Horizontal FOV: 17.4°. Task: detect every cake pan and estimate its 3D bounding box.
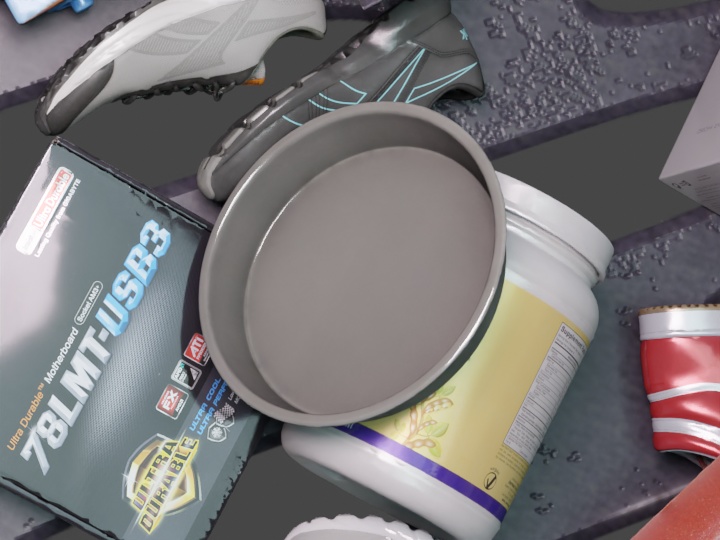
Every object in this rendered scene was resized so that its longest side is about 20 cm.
[{"bbox_3d":[0.000,0.000,1.356,0.037,0.200,0.201,38,75,-53],"label":"cake pan"}]

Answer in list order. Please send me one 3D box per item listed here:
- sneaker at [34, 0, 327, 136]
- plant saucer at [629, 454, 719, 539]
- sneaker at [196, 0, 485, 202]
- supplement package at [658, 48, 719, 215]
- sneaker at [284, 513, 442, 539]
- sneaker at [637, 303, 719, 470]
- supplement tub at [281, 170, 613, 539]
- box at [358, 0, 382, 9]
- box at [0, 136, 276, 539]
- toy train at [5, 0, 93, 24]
[{"bbox_3d":[-0.107,-0.132,1.424,0.199,0.074,0.080,-31,99,-13],"label":"sneaker"},{"bbox_3d":[0.283,0.187,1.478,0.199,0.037,0.200,-41,119,-9],"label":"plant saucer"},{"bbox_3d":[-0.009,-0.094,1.443,0.200,0.075,0.079,-36,98,-12],"label":"sneaker"},{"bbox_3d":[0.327,-0.082,1.482,0.199,0.152,0.151,29,80,-10],"label":"supplement package"},{"bbox_3d":[0.039,0.208,1.408,0.199,0.075,0.082,19,67,14],"label":"sneaker"},{"bbox_3d":[0.276,0.079,1.503,0.199,0.071,0.113,0,83,-6],"label":"sneaker"},{"bbox_3d":[0.056,0.050,1.414,0.145,0.145,0.201,28,81,-10],"label":"supplement tub"},{"bbox_3d":[0.022,-0.249,1.416,0.143,0.036,0.200,60,33,-4],"label":"box"},{"bbox_3d":[-0.148,0.054,1.416,0.198,0.050,0.201,31,80,-11],"label":"box"},{"bbox_3d":[-0.140,-0.221,1.386,0.199,0.114,0.087,-29,94,-1],"label":"toy train"}]
